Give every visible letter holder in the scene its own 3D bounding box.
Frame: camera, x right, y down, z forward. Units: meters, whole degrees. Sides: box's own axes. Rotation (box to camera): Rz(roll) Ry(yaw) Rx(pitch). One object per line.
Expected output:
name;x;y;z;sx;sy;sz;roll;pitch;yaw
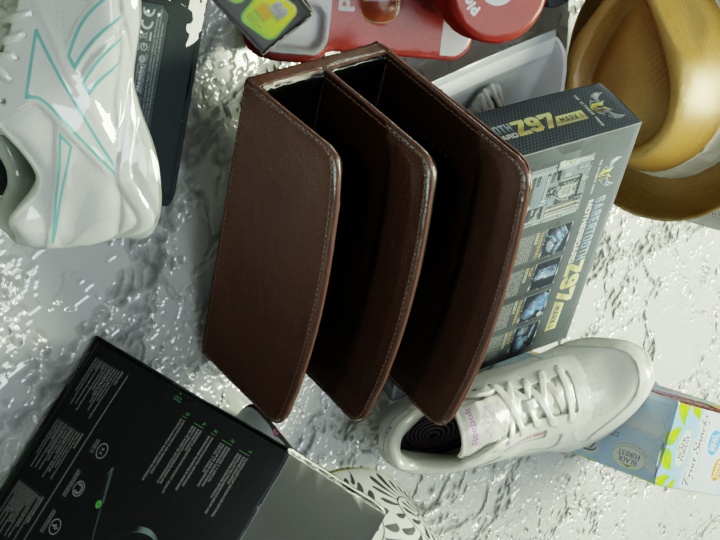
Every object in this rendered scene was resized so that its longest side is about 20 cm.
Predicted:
letter holder;0.000;0.000;0.749;0.100;0.142;0.201;-22;141;-37

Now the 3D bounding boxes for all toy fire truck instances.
toy fire truck;0.018;-0.219;0.766;0.167;0.112;0.201;-1;107;-23

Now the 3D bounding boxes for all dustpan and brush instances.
dustpan and brush;0.079;-0.054;0.904;0.139;0.057;0.201;-28;152;-36

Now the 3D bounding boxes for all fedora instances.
fedora;0.199;-0.134;0.899;0.082;0.200;0.202;-2;106;-47

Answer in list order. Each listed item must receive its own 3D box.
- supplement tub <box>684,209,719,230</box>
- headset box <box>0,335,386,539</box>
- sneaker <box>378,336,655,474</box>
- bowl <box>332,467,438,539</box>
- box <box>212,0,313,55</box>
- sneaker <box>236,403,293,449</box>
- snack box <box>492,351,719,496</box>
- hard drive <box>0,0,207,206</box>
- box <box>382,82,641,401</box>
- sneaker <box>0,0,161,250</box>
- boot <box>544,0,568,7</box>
supplement tub;0.285;-0.093;0.990;0.131;0.199;0.133;-17;116;-38
headset box;-0.107;0.155;0.707;0.093;0.199;0.175;40;76;-44
sneaker;0.107;0.101;0.900;0.199;0.100;0.075;-19;88;6
bowl;0.003;0.249;0.921;0.200;0.094;0.202;-16;115;-38
box;-0.104;-0.204;0.635;0.035;0.110;0.200;-36;130;11
sneaker;-0.040;0.187;0.818;0.086;0.200;0.080;-37;160;-12
snack box;0.218;0.120;1.026;0.199;0.168;0.068;18;89;-45
hard drive;-0.173;-0.108;0.666;0.199;0.033;0.141;2;104;-44
box;0.088;-0.017;0.873;0.157;0.051;0.201;-17;139;-26
sneaker;-0.146;-0.102;0.622;0.080;0.070;0.202;-15;112;-27
boot;0.153;-0.296;0.885;0.164;0.066;0.201;-26;119;-25
